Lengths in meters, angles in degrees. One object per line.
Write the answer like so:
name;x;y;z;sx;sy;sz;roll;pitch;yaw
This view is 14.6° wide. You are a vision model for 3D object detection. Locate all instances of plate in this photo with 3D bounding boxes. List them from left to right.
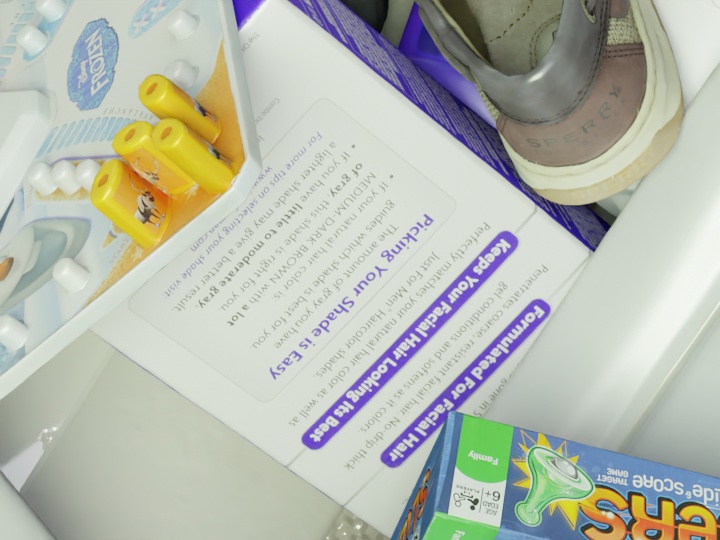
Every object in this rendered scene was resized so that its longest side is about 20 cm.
plate;0.139;0.057;0.838;0.199;0.032;0.201;26;107;-24

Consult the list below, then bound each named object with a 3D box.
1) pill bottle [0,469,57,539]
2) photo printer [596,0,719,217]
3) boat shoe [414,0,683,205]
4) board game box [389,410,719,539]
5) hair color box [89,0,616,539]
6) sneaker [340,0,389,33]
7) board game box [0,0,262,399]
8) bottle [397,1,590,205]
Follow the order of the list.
pill bottle;-0.189;0.116;0.824;0.200;0.112;0.112;-40;90;-8
photo printer;0.166;-0.059;0.873;0.199;0.069;0.167;26;81;-26
boat shoe;0.038;-0.111;0.821;0.072;0.065;0.201;-24;54;11
board game box;0.065;0.118;0.813;0.134;0.200;0.035;13;55;-4
hair color box;0.000;0.000;0.824;0.109;0.065;0.200;-45;121;11
sneaker;-0.059;-0.150;0.897;0.086;0.074;0.201;-29;81;2
board game box;-0.119;-0.028;0.779;0.200;0.201;0.026;-38;124;18
bottle;0.073;-0.124;0.902;0.083;0.065;0.201;19;82;2
